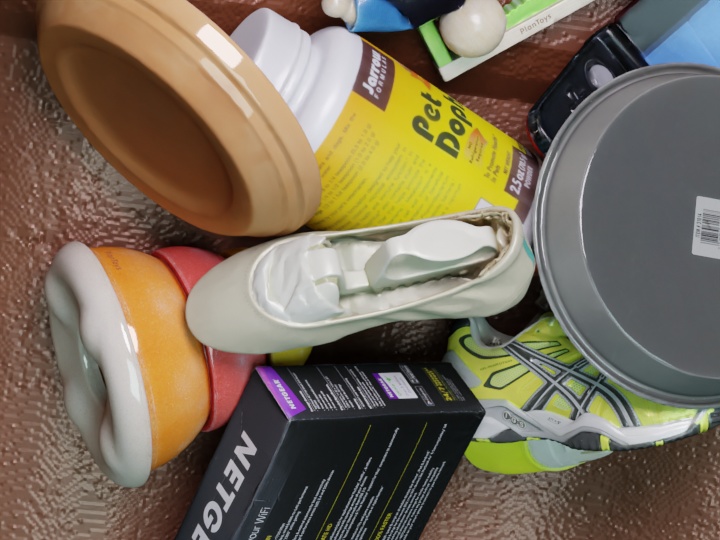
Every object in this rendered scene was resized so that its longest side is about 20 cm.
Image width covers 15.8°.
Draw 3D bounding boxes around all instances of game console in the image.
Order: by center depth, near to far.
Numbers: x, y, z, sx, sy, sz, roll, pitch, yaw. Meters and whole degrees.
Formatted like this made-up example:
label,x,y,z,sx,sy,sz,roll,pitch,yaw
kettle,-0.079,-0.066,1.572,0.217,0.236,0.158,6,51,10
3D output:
label,x,y,z,sx,sy,sz,roll,pitch,yaw
game console,0.222,-0.075,1.519,0.200,0.172,0.119,48,131,-7

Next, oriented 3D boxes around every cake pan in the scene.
label,x,y,z,sx,sy,sz,roll,pitch,yaw
cake pan,0.196,-0.023,1.475,0.199,0.037,0.202,2,83,-18

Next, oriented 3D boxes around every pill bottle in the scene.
label,x,y,z,sx,sy,sz,roll,pitch,yaw
pill bottle,0.005,-0.067,1.505,0.199,0.109,0.110,32,100,-21

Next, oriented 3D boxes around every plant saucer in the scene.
label,x,y,z,sx,sy,sz,roll,pitch,yaw
plant saucer,-0.108,-0.088,1.428,0.037,0.200,0.201,-47,114,-21

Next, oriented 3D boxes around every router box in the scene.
label,x,y,z,sx,sy,sz,roll,pitch,yaw
router box,-0.030,0.146,1.551,0.148,0.051,0.201,1,128,-38

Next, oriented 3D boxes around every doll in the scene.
label,x,y,z,sx,sy,sz,roll,pitch,yaw
doll,0.021,-0.202,1.470,0.136,0.048,0.200,-41,113,-6

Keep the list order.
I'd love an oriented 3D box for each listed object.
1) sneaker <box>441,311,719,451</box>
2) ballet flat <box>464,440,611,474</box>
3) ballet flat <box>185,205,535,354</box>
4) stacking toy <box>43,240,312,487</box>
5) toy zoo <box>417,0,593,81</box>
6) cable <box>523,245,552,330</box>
label,x,y,z,sx,sy,sz,roll,pitch,yaw
sneaker,0.133,0.063,1.540,0.199,0.075,0.077,0,97,26
ballet flat,0.161,0.084,1.614,0.199,0.067,0.067,-19,115,-4
ballet flat,0.000,0.000,1.437,0.198,0.070,0.070,-10,111,-6
stacking toy,-0.075,0.034,1.522,0.199,0.146,0.147,-15,112,-18
toy zoo,0.062,-0.227,1.508,0.131,0.020,0.201,-29,112,-1
cable,0.170,-0.038,1.600,0.200,0.050,0.097,-40,96,-9
